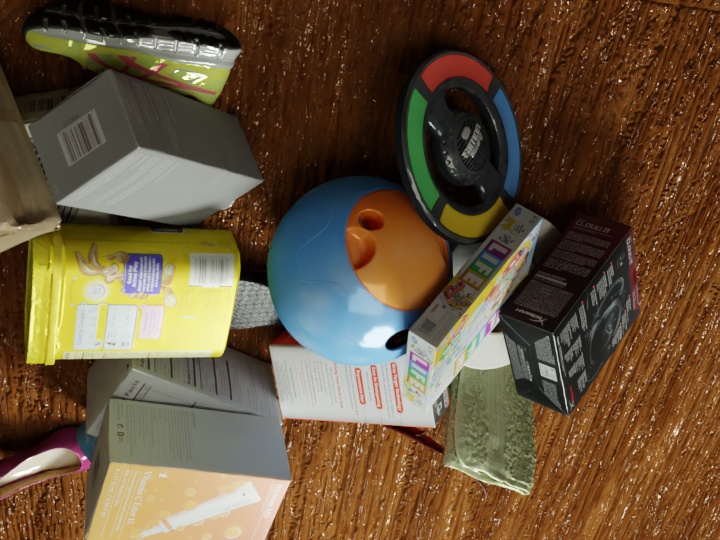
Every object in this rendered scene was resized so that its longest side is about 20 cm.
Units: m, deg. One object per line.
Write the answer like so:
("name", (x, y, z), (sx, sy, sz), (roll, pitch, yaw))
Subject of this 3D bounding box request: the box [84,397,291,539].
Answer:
("box", (-0.194, 0.230, 1.048), (0.199, 0.098, 0.125), (10, 122, -22))

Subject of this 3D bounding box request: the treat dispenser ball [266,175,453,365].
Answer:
("treat dispenser ball", (0.000, 0.000, 1.006), (0.199, 0.201, 0.202), (-7, 127, -10))

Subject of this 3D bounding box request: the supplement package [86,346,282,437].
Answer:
("supplement package", (-0.210, 0.149, 1.116), (0.199, 0.110, 0.114), (27, 115, -30))

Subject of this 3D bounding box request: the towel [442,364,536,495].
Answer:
("towel", (0.164, 0.172, 1.186), (0.148, 0.201, 0.036), (23, 144, -29))

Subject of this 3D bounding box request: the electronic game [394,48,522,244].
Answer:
("electronic game", (0.105, -0.127, 0.971), (0.041, 0.201, 0.200), (-4, 143, 45))

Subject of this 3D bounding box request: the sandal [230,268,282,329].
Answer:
("sandal", (-0.108, 0.030, 1.106), (0.199, 0.045, 0.075), (5, 131, -35))

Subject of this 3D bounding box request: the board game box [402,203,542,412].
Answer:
("board game box", (0.117, 0.040, 0.995), (0.200, 0.034, 0.135), (-47, 157, -28))

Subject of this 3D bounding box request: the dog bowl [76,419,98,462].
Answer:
("dog bowl", (-0.247, 0.218, 1.159), (0.199, 0.112, 0.050), (26, 107, -29))

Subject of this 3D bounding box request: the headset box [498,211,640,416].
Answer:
("headset box", (0.255, 0.043, 1.102), (0.200, 0.077, 0.149), (-49, 139, -27))

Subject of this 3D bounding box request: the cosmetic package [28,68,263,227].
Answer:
("cosmetic package", (-0.193, -0.107, 0.884), (0.106, 0.091, 0.200), (-29, 167, 20))

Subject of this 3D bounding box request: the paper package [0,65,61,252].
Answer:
("paper package", (-0.394, -0.095, 0.825), (0.190, 0.103, 0.201), (-22, 89, 8))

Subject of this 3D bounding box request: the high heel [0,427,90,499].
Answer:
("high heel", (-0.394, 0.248, 1.148), (0.198, 0.096, 0.068), (0, 125, -15))

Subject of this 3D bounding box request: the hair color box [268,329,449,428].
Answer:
("hair color box", (-0.002, 0.123, 1.111), (0.199, 0.061, 0.102), (1, 111, 24))

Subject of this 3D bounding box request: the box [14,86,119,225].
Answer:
("box", (-0.296, -0.078, 0.955), (0.082, 0.069, 0.201), (-11, 127, -8))

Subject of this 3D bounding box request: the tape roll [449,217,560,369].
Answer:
("tape roll", (0.163, 0.020, 1.128), (0.201, 0.037, 0.204), (-11, 115, -24))

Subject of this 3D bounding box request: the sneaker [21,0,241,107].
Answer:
("sneaker", (-0.216, -0.194, 0.888), (0.199, 0.078, 0.091), (7, 125, -20))

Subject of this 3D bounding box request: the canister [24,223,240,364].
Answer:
("canister", (-0.232, 0.023, 0.952), (0.199, 0.087, 0.149), (2, 124, -23))

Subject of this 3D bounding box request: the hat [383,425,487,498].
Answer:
("hat", (0.041, 0.175, 1.157), (0.198, 0.177, 0.167), (-8, 129, -10))
